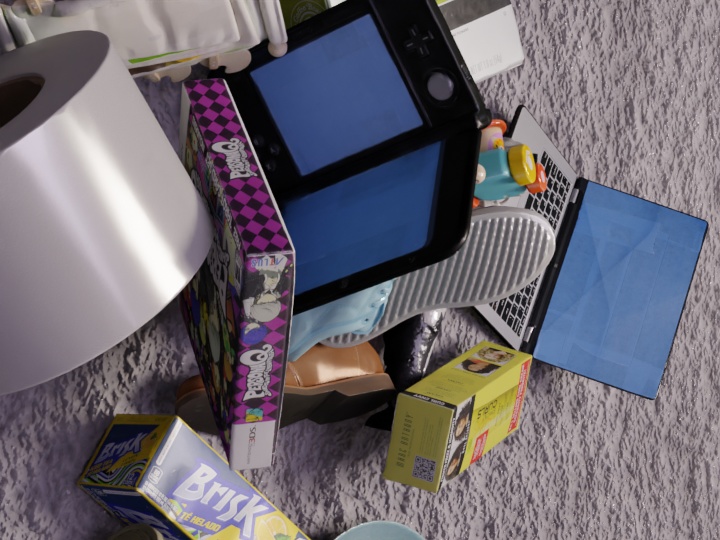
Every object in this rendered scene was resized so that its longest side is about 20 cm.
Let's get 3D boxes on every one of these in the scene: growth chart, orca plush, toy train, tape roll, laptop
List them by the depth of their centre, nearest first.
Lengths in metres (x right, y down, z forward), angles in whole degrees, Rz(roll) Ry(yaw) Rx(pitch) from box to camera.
[{"bbox_3d":[-0.208,-0.037,1.067,0.203,0.203,0.139,-48,121,-35],"label":"tape roll"},{"bbox_3d":[-0.144,-0.158,1.147,0.200,0.145,0.018,-9,71,-8],"label":"growth chart"},{"bbox_3d":[0.040,-0.076,1.325,0.200,0.150,0.056,0,75,-28],"label":"toy train"},{"bbox_3d":[0.033,0.032,1.432,0.105,0.071,0.200,89,20,-84],"label":"orca plush"},{"bbox_3d":[0.200,-0.015,1.542,0.200,0.116,0.188,45,58,-47],"label":"laptop"}]

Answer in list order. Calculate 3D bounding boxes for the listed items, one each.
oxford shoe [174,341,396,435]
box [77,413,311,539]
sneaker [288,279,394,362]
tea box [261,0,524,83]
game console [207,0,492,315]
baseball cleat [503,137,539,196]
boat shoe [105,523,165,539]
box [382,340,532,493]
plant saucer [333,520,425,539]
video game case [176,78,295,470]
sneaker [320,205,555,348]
[{"bbox_3d":[-0.066,0.081,1.323,0.200,0.071,0.071,-3,63,-44],"label":"oxford shoe"},{"bbox_3d":[-0.109,0.185,1.259,0.200,0.070,0.064,48,56,-35],"label":"box"},{"bbox_3d":[0.000,0.000,1.254,0.082,0.200,0.074,44,29,-32],"label":"sneaker"},{"bbox_3d":[-0.003,-0.218,1.326,0.200,0.134,0.197,-30,110,-41],"label":"tea box"},{"bbox_3d":[-0.022,-0.081,1.190,0.116,0.200,0.176,-39,106,-54],"label":"game console"},{"bbox_3d":[0.066,-0.079,1.415,0.200,0.106,0.070,-24,112,-41],"label":"baseball cleat"},{"bbox_3d":[-0.177,0.274,1.194,0.068,0.075,0.200,40,69,-45],"label":"boat shoe"},{"bbox_3d":[0.082,0.116,1.412,0.200,0.050,0.075,-22,125,-66],"label":"box"},{"bbox_3d":[-0.002,0.299,1.390,0.201,0.039,0.201,0,90,-46],"label":"plant saucer"},{"bbox_3d":[-0.089,0.000,1.158,0.036,0.200,0.181,-6,130,-16],"label":"video game case"},{"bbox_3d":[0.053,-0.015,1.343,0.114,0.200,0.073,-76,147,-68],"label":"sneaker"}]
